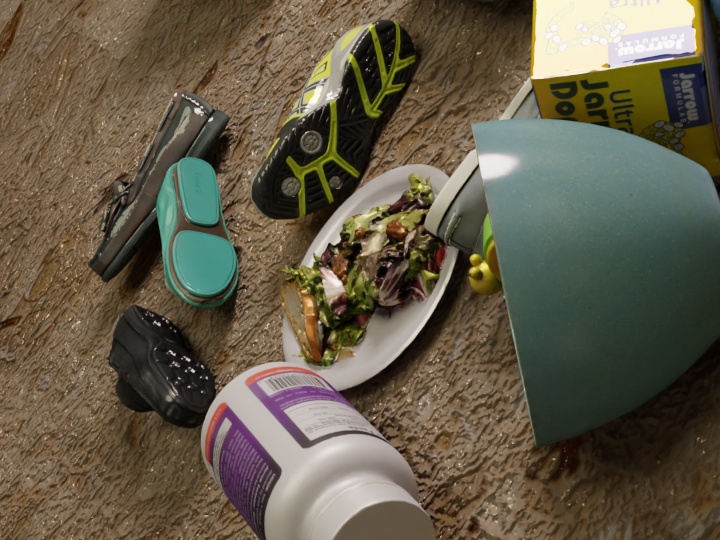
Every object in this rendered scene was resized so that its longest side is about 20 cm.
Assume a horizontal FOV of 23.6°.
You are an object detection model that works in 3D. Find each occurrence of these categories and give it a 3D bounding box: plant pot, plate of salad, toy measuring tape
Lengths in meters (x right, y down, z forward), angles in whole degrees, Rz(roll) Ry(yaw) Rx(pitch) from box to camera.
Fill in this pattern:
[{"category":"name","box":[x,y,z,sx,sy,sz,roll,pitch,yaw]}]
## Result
[{"category":"plant pot","box":[0.152,-0.004,1.043,0.135,0.200,0.200,-12,45,5]},{"category":"plate of salad","box":[0.000,0.000,1.344,0.200,0.048,0.200,-34,38,32]},{"category":"toy measuring tape","box":[0.145,-0.038,1.163,0.200,0.074,0.074,-32,40,34]}]

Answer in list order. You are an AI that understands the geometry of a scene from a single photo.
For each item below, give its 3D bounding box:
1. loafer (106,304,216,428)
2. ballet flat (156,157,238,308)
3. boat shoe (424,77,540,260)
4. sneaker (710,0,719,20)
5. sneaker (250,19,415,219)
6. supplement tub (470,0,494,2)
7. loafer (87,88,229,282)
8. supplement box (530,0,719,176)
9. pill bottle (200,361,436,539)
[{"category":"loafer","box":[-0.175,0.095,1.484,0.070,0.068,0.201,-62,27,8]},{"category":"ballet flat","box":[-0.151,-0.017,1.559,0.200,0.067,0.070,-101,28,-48]},{"category":"boat shoe","box":[0.130,-0.092,1.257,0.062,0.073,0.200,39,88,14]},{"category":"sneaker","box":[0.294,-0.243,1.136,0.130,0.080,0.200,-9,43,21]},{"category":"sneaker","box":[-0.027,-0.125,1.476,0.200,0.075,0.076,-54,24,-13]},{"category":"supplement tub","box":[0.079,-0.290,1.416,0.123,0.123,0.200,-56,32,2]},{"category":"loafer","box":[-0.207,-0.084,1.661,0.200,0.063,0.072,-54,3,0]},{"category":"supplement box","box":[0.177,-0.163,1.144,0.109,0.109,0.200,-7,47,15]},{"category":"pill bottle","box":[-0.028,0.150,1.194,0.111,0.111,0.200,-55,32,3]}]
